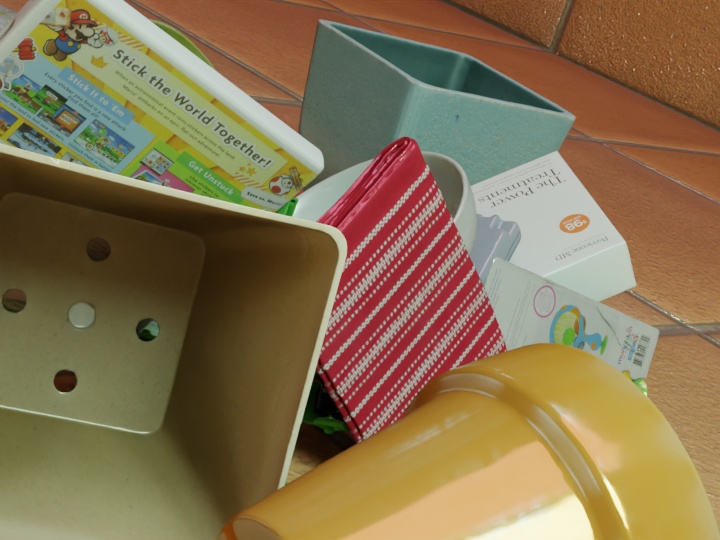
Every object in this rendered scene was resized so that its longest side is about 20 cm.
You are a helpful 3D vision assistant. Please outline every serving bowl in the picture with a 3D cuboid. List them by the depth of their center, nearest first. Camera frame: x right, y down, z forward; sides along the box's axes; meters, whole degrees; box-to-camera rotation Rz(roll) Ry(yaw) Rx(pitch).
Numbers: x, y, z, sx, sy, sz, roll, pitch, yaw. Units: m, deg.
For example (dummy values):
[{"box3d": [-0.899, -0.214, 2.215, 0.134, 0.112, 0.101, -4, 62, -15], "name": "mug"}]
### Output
[{"box3d": [0.000, 0.000, 1.042, 0.066, 0.200, 0.200, 58, -1, -27], "name": "serving bowl"}]

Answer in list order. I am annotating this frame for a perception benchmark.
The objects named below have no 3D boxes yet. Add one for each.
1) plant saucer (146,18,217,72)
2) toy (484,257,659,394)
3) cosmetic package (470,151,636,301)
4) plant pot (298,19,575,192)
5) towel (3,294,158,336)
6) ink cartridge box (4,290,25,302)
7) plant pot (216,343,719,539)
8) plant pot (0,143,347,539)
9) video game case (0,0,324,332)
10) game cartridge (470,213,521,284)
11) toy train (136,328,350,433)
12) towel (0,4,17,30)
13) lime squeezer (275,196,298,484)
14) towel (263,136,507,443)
[{"box3d": [-0.141, -0.074, 1.016, 0.031, 0.201, 0.200, -10, 2, 29], "name": "plant saucer"}, {"box3d": [0.135, 0.070, 1.076, 0.199, 0.116, 0.047, 21, -5, -37], "name": "toy"}, {"box3d": [0.098, -0.007, 1.167, 0.199, 0.052, 0.151, -23, 38, -2], "name": "cosmetic package"}, {"box3d": [0.049, -0.105, 1.414, 0.196, 0.201, 0.196, 7, 22, -35], "name": "plant pot"}, {"box3d": [-0.172, -0.022, 1.074, 0.152, 0.023, 0.200, 17, 44, 3], "name": "towel"}, {"box3d": [-0.274, -0.068, 1.025, 0.199, 0.084, 0.145, 14, 46, 8], "name": "ink cartridge box"}, {"box3d": [0.037, 0.151, 0.683, 0.183, 0.201, 0.200, -12, 32, -31], "name": "plant pot"}, {"box3d": [-0.147, 0.041, 0.808, 0.199, 0.201, 0.177, 13, 5, -19], "name": "plant pot"}, {"box3d": [-0.154, -0.064, 0.876, 0.200, 0.182, 0.023, 36, 28, -31], "name": "video game case"}, {"box3d": [0.012, 0.009, 1.120, 0.199, 0.041, 0.133, 4, 42, 34], "name": "game cartridge"}, {"box3d": [-0.070, 0.081, 0.969, 0.199, 0.042, 0.056, 14, -20, -11], "name": "toy train"}, {"box3d": [-0.499, -0.307, 1.694, 0.199, 0.048, 0.171, 27, 20, 21], "name": "towel"}, {"box3d": [-0.064, 0.059, 0.916, 0.070, 0.201, 0.038, -6, -12, 20], "name": "lime squeezer"}, {"box3d": [0.023, 0.032, 0.924, 0.022, 0.200, 0.145, 15, 53, 42], "name": "towel"}]
